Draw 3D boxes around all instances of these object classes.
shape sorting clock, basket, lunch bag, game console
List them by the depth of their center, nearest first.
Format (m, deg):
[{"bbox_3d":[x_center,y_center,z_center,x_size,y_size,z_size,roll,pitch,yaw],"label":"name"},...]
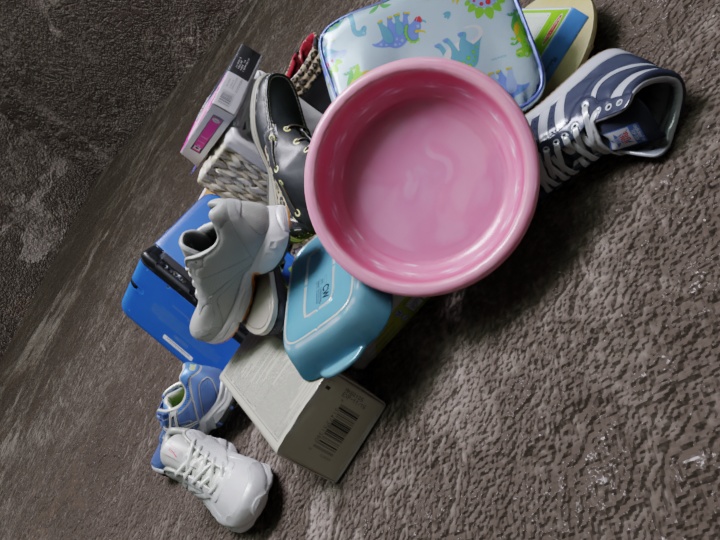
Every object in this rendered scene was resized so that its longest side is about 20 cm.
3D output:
[{"bbox_3d":[0.068,-0.187,0.646,0.200,0.082,0.161,-20,80,6],"label":"lunch bag"},{"bbox_3d":[0.178,-0.217,0.730,0.200,0.039,0.200,-48,26,33],"label":"shape sorting clock"},{"bbox_3d":[-0.183,0.034,0.868,0.171,0.200,0.118,-53,-4,37],"label":"game console"},{"bbox_3d":[-0.104,-0.144,0.904,0.123,0.200,0.136,-32,35,42],"label":"basket"}]

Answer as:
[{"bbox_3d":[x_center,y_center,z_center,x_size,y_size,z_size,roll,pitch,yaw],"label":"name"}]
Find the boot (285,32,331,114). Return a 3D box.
[{"bbox_3d":[-0.022,-0.304,1.010,0.073,0.150,0.200,-4,56,55],"label":"boot"}]

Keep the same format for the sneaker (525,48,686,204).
[{"bbox_3d":[0.183,-0.103,0.569,0.200,0.070,0.109,-46,28,9],"label":"sneaker"}]

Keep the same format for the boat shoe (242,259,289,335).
[{"bbox_3d":[-0.097,0.018,0.746,0.073,0.063,0.200,-65,23,13],"label":"boat shoe"}]

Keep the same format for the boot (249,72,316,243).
[{"bbox_3d":[-0.050,-0.140,0.749,0.154,0.073,0.204,-8,91,50],"label":"boot"}]

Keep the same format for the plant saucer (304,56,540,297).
[{"bbox_3d":[0.052,-0.078,0.574,0.201,0.201,0.051,-48,-11,11],"label":"plant saucer"}]

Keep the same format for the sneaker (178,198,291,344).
[{"bbox_3d":[-0.150,-0.003,0.680,0.200,0.092,0.076,-54,31,34],"label":"sneaker"}]

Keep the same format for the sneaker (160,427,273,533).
[{"bbox_3d":[-0.169,0.220,0.719,0.200,0.099,0.078,-1,59,56],"label":"sneaker"}]

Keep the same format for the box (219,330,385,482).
[{"bbox_3d":[-0.069,0.125,0.693,0.095,0.078,0.200,-56,28,-4],"label":"box"}]

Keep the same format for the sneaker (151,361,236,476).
[{"bbox_3d":[-0.224,0.186,0.843,0.200,0.077,0.076,-53,20,26],"label":"sneaker"}]

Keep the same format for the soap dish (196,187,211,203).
[{"bbox_3d":[-0.181,-0.040,0.975,0.081,0.157,0.200,1,58,37],"label":"soap dish"}]

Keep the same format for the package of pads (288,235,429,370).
[{"bbox_3d":[0.000,0.000,0.734,0.155,0.068,0.200,-49,28,8],"label":"package of pads"}]

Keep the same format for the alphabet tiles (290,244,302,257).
[{"bbox_3d":[-0.030,-0.079,0.930,0.200,0.006,0.167,-24,40,43],"label":"alphabet tiles"}]

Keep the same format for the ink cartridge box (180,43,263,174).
[{"bbox_3d":[-0.189,-0.204,0.864,0.200,0.037,0.095,-29,39,60],"label":"ink cartridge box"}]

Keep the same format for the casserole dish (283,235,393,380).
[{"bbox_3d":[-0.028,0.016,0.643,0.121,0.039,0.200,-36,31,24],"label":"casserole dish"}]
